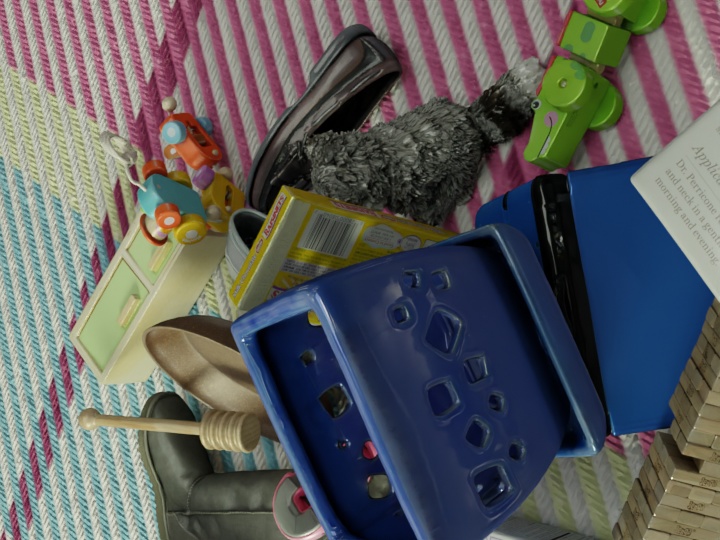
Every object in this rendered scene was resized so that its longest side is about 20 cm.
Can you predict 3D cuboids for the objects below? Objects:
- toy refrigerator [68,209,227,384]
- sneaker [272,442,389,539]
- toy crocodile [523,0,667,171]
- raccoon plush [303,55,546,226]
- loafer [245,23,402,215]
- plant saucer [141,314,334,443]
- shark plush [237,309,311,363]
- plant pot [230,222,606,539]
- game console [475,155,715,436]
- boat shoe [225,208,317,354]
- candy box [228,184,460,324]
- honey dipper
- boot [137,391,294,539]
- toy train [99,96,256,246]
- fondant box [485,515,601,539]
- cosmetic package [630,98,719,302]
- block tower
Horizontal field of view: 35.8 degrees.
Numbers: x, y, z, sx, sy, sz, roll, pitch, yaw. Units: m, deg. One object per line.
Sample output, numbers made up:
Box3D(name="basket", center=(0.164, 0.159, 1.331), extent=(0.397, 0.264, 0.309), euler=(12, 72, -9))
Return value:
Box3D(name="toy refrigerator", center=(-0.219, 0.019, 1.144), extent=(0.076, 0.070, 0.200), euler=(48, 115, 28))
Box3D(name="sneaker", center=(0.020, 0.164, 0.957), extent=(0.200, 0.095, 0.079), euler=(-40, 48, 3))
Box3D(name="toy crocodile", center=(0.176, -0.171, 0.849), extent=(0.062, 0.067, 0.201), euler=(33, 106, 39))
Box3D(name="raccoon plush", center=(0.042, -0.116, 0.905), extent=(0.097, 0.134, 0.200), euler=(51, 118, 28))
Box3D(name="loafer", center=(-0.035, -0.124, 1.008), extent=(0.063, 0.072, 0.200), euler=(43, 111, 25))
Box3D(name="plant saucer", center=(-0.102, 0.096, 1.003), extent=(0.200, 0.201, 0.037), euler=(11, 60, 37))
Box3D(name="shark plush", center=(-0.042, 0.059, 1.013), extent=(0.199, 0.091, 0.084), euler=(10, 64, 42))
Box3D(name="plant pot", center=(0.046, 0.080, 0.794), extent=(0.201, 0.179, 0.200), euler=(66, 156, -1))
Box3D(name="game console", center=(0.187, 0.026, 0.865), extent=(0.171, 0.118, 0.201), euler=(154, 110, -67))
Box3D(name="boat shoe", center=(-0.053, 0.011, 0.991), extent=(0.201, 0.070, 0.072), euler=(36, 148, 30))
Box3D(name="candy box", center=(0.000, 0.000, 0.897), extent=(0.103, 0.199, 0.026), euler=(-60, 42, 20))
Box3D(name="honey dipper", center=(-0.187, 0.146, 1.060), extent=(0.199, 0.038, 0.038), euler=(1, 90, 28))
Box3D(name="boot", center=(-0.117, 0.199, 1.061), extent=(0.199, 0.072, 0.183), euler=(-9, 96, 43))
Box3D(name="toy train", center=(-0.178, -0.086, 1.055), extent=(0.056, 0.200, 0.150), euler=(-42, 89, 23))
Box3D(name="fondant box", center=(0.144, 0.279, 0.868), extent=(0.199, 0.058, 0.145), euler=(8, 94, 38))
Box3D(name="cosmetic package", center=(0.313, -0.053, 0.679), extent=(0.200, 0.165, 0.165), euler=(-42, 66, 29))
Box3D(name="block tower", center=(0.241, 0.121, 0.775), extent=(0.058, 0.054, 0.201), euler=(14, 110, -6))
